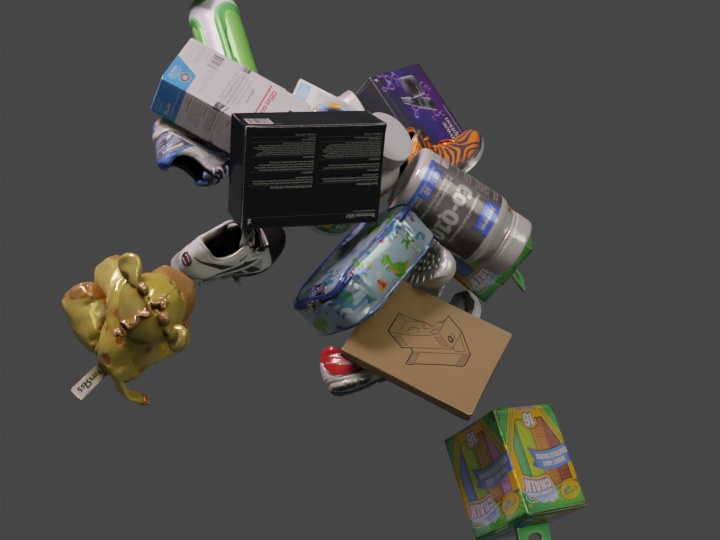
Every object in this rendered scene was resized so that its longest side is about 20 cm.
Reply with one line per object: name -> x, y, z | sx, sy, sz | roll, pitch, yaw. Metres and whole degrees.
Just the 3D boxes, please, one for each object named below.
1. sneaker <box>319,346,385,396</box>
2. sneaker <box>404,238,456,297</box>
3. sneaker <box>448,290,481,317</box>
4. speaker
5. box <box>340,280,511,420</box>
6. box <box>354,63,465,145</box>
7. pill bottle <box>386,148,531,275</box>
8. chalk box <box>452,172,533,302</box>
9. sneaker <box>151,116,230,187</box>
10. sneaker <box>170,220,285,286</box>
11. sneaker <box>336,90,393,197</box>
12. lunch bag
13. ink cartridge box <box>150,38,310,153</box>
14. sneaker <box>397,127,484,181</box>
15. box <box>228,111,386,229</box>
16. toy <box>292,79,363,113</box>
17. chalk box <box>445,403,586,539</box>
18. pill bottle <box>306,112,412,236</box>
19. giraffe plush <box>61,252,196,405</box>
sneaker -> 0.034, 0.110, 1.592 | 0.198, 0.077, 0.086 | -17, 75, -22
sneaker -> 0.101, 0.007, 1.671 | 0.080, 0.200, 0.077 | 34, 76, -17
sneaker -> 0.112, 0.082, 1.707 | 0.114, 0.075, 0.201 | 40, 47, -14
speaker -> -0.207, -0.328, 1.723 | 0.088, 0.088, 0.202 | 0, 62, -38
box -> 0.094, 0.104, 1.559 | 0.198, 0.021, 0.164 | 26, 50, 11
box -> 0.092, -0.242, 1.910 | 0.141, 0.079, 0.201 | -26, 80, -42
pill bottle -> 0.148, -0.084, 1.662 | 0.199, 0.114, 0.114 | 31, 47, -10
chalk box -> 0.199, -0.045, 1.802 | 0.199, 0.124, 0.125 | 37, 20, -12
sneaker -> -0.210, -0.155, 1.624 | 0.198, 0.077, 0.086 | 11, 61, -22
sneaker -> -0.165, -0.036, 1.562 | 0.199, 0.088, 0.074 | -25, 77, -46
sneaker -> 0.000, -0.187, 1.823 | 0.084, 0.073, 0.201 | -33, 94, -11
lunch bag -> 0.000, 0.000, 1.593 | 0.083, 0.160, 0.200 | 47, 65, -12
ink cartridge box -> -0.184, -0.233, 1.592 | 0.199, 0.067, 0.116 | 29, 43, -5
sneaker -> 0.119, -0.191, 1.763 | 0.113, 0.077, 0.200 | 55, 49, -17
box -> -0.074, -0.138, 1.513 | 0.198, 0.143, 0.079 | -4, 21, -22
toy -> -0.027, -0.212, 1.756 | 0.198, 0.047, 0.116 | 26, 78, -10
chalk box -> 0.229, 0.311, 1.602 | 0.123, 0.124, 0.202 | -1, 62, -38
pill bottle -> -0.011, -0.145, 1.673 | 0.112, 0.200, 0.114 | 20, 51, -27
giraffe plush -> -0.268, 0.051, 1.365 | 0.172, 0.162, 0.201 | 33, 46, -16
